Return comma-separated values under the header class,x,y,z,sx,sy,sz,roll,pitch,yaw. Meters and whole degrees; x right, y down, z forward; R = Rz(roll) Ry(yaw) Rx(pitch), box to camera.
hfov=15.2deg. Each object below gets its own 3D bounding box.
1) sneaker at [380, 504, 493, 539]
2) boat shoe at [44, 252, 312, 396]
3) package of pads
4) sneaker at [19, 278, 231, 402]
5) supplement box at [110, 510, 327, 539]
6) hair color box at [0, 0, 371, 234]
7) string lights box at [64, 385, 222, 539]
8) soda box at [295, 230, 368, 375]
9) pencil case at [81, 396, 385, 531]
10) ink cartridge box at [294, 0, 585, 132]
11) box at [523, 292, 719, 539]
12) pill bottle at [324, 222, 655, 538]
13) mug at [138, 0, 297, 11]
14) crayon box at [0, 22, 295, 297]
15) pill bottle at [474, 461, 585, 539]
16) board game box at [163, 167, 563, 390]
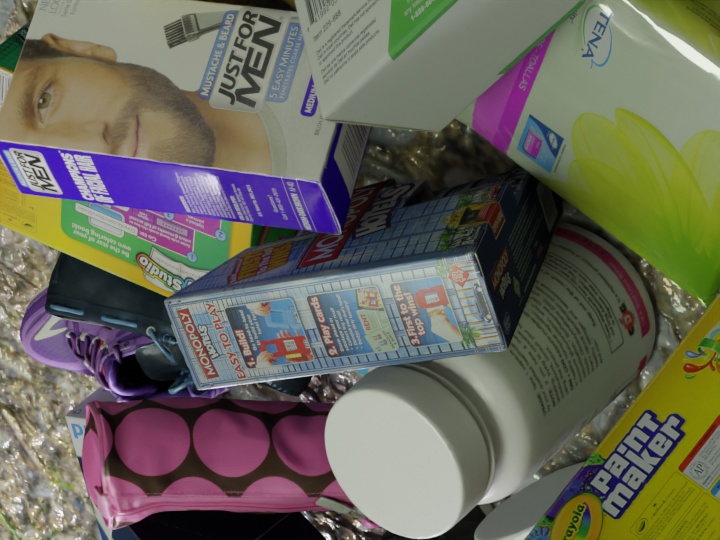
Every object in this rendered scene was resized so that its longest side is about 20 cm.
class,x,y,z,sx,sy,sz,roll,pitch,yaw
sneaker,0.078,0.229,1.732,0.200,0.099,0.071,53,135,-2
boat shoe,-0.116,0.043,1.741,0.199,0.084,0.069,26,86,33
package of pads,0.154,-0.099,1.479,0.200,0.068,0.155,37,136,15
sneaker,-0.163,0.050,1.833,0.199,0.083,0.081,6,120,39
supplement box,-0.078,0.281,1.718,0.200,0.133,0.201,-141,57,-60
hair color box,-0.096,-0.092,1.526,0.199,0.110,0.065,7,153,18
string lights box,-0.129,0.179,1.903,0.102,0.059,0.201,4,119,35
soda box,-0.034,-0.005,1.703,0.199,0.064,0.068,28,131,24
pencil case,-0.077,0.126,1.721,0.199,0.094,0.091,0,139,-8
ink cartridge box,0.027,-0.198,1.449,0.146,0.084,0.201,-40,56,46
box,0.191,0.136,1.454,0.122,0.200,0.193,36,164,17
pill bottle,0.074,0.063,1.554,0.113,0.200,0.114,21,128,29
mug,-0.110,-0.184,1.592,0.153,0.149,0.187,-53,52,54
crayon box,-0.136,-0.058,1.649,0.199,0.058,0.119,22,130,19
pill bottle,0.156,0.225,1.652,0.113,0.113,0.201,-20,103,45
board game box,0.000,0.000,1.533,0.199,0.200,0.062,-13,109,18
